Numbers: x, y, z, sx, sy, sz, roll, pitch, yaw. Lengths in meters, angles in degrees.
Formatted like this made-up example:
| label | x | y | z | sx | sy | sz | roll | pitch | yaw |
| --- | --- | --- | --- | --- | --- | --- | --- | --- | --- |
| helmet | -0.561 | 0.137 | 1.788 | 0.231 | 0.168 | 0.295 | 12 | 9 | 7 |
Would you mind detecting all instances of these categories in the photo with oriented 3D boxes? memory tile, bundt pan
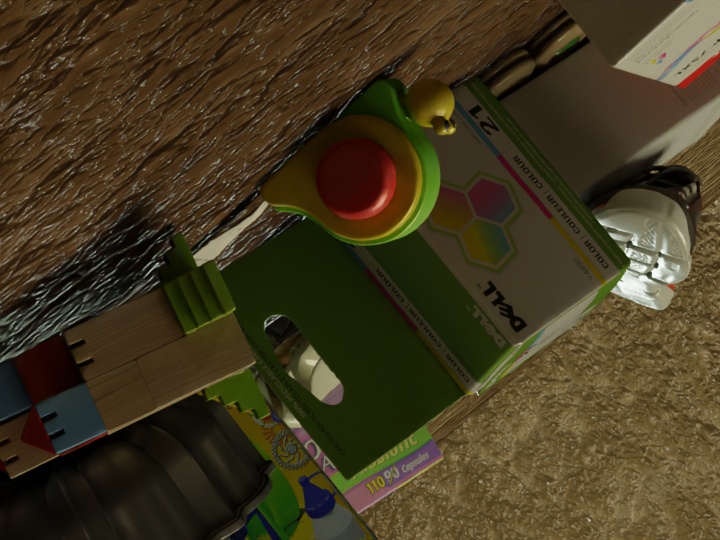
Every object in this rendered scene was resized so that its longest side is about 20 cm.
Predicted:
| label | x | y | z | sx | sy | sz | roll | pitch | yaw |
| --- | --- | --- | --- | --- | --- | --- | --- | --- | --- |
| memory tile | 0.111 | -0.117 | 1.413 | 0.153 | 0.017 | 0.200 | -36 | 172 | -18 |
| bundt pan | -0.152 | 0.126 | 1.217 | 0.202 | 0.076 | 0.202 | -27 | -169 | 6 |

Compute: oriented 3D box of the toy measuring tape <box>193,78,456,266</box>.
| label | x | y | z | sx | sy | sz | roll | pitch | yaw |
| --- | --- | --- | --- | --- | --- | --- | --- | --- | --- |
| toy measuring tape | -0.021 | -0.023 | 1.157 | 0.200 | 0.074 | 0.074 | -42 | 171 | 17 |

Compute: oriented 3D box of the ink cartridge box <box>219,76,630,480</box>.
| label | x | y | z | sx | sy | sz | roll | pitch | yaw |
| --- | --- | --- | --- | --- | --- | --- | --- | --- | --- |
| ink cartridge box | 0.030 | 0.003 | 1.247 | 0.200 | 0.148 | 0.076 | -33 | 170 | -34 |

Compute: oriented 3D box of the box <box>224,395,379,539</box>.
| label | x | y | z | sx | sy | sz | roll | pitch | yaw |
| --- | --- | --- | --- | --- | --- | --- | --- | --- | --- |
| box | -0.107 | 0.186 | 1.424 | 0.200 | 0.193 | 0.122 | -39 | -178 | -3 |

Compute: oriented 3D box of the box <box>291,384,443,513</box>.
| label | x | y | z | sx | sy | sz | roll | pitch | yaw |
| --- | --- | --- | --- | --- | --- | --- | --- | --- | --- |
| box | -0.055 | 0.156 | 1.714 | 0.176 | 0.097 | 0.200 | -31 | 180 | -17 |

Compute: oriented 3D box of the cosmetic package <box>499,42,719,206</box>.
| label | x | y | z | sx | sy | sz | roll | pitch | yaw |
| --- | --- | --- | --- | --- | --- | --- | --- | --- | --- |
| cosmetic package | 0.151 | -0.092 | 1.397 | 0.200 | 0.081 | 0.113 | -32 | 169 | -33 |

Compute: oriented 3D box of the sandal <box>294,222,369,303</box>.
| label | x | y | z | sx | sy | sz | roll | pitch | yaw |
| --- | --- | --- | --- | --- | --- | --- | --- | --- | --- |
| sandal | 0.000 | 0.000 | 1.369 | 0.087 | 0.080 | 0.200 | -28 | 174 | 27 |

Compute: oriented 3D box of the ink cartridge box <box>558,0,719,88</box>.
| label | x | y | z | sx | sy | sz | roll | pitch | yaw |
| --- | --- | --- | --- | --- | --- | --- | --- | --- | --- |
| ink cartridge box | 0.192 | -0.169 | 1.259 | 0.116 | 0.067 | 0.200 | -42 | 166 | 17 |

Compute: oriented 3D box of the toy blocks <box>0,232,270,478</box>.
| label | x | y | z | sx | sy | sz | roll | pitch | yaw |
| --- | --- | --- | --- | --- | --- | --- | --- | --- | --- |
| toy blocks | -0.128 | 0.054 | 1.076 | 0.137 | 0.100 | 0.200 | -25 | 179 | -9 |

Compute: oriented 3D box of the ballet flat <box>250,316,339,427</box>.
| label | x | y | z | sx | sy | sz | roll | pitch | yaw |
| --- | --- | --- | --- | --- | --- | --- | --- | --- | --- |
| ballet flat | -0.045 | 0.070 | 1.541 | 0.072 | 0.072 | 0.200 | -32 | 167 | -41 |

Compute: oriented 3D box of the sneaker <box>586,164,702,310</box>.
| label | x | y | z | sx | sy | sz | roll | pitch | yaw |
| --- | --- | --- | --- | --- | --- | --- | --- | --- | --- |
| sneaker | 0.176 | -0.036 | 1.369 | 0.200 | 0.077 | 0.082 | 81 | 33 | -79 |
